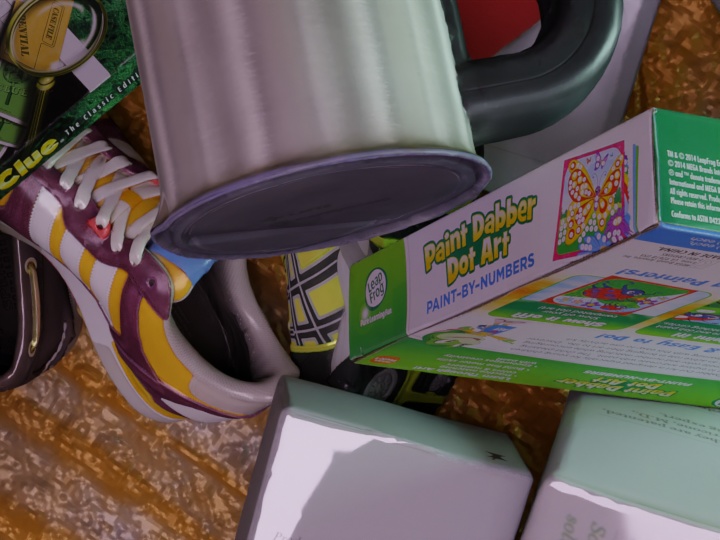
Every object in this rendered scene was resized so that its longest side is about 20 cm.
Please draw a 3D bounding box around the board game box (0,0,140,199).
[{"bbox_3d":[-0.164,-0.125,0.876,0.105,0.023,0.200,-40,64,-9],"label":"board game box"}]

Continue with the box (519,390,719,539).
[{"bbox_3d":[0.148,0.172,0.876,0.199,0.171,0.200,16,105,5],"label":"box"}]

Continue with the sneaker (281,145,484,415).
[{"bbox_3d":[0.000,0.000,0.913,0.076,0.075,0.201,35,130,34],"label":"sneaker"}]

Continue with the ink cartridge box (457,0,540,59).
[{"bbox_3d":[0.064,-0.190,0.815,0.200,0.050,0.161,-35,89,27],"label":"ink cartridge box"}]

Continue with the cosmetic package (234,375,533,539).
[{"bbox_3d":[-0.010,0.154,0.868,0.101,0.071,0.201,16,97,-6],"label":"cosmetic package"}]

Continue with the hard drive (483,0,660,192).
[{"bbox_3d":[0.061,-0.135,0.898,0.131,0.026,0.201,17,105,5],"label":"hard drive"}]

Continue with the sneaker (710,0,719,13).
[{"bbox_3d":[0.184,-0.074,0.854,0.074,0.087,0.200,-32,105,7],"label":"sneaker"}]

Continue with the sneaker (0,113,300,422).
[{"bbox_3d":[-0.097,-0.023,0.898,0.090,0.075,0.200,-8,126,52],"label":"sneaker"}]

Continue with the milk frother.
[{"bbox_3d":[-0.009,-0.124,0.720,0.180,0.200,0.189,-14,78,9],"label":"milk frother"}]

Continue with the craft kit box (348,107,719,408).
[{"bbox_3d":[0.128,0.005,0.797,0.199,0.197,0.049,8,69,-29],"label":"craft kit box"}]

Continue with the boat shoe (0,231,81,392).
[{"bbox_3d":[-0.173,-0.047,0.939,0.072,0.060,0.201,-13,100,12],"label":"boat shoe"}]
